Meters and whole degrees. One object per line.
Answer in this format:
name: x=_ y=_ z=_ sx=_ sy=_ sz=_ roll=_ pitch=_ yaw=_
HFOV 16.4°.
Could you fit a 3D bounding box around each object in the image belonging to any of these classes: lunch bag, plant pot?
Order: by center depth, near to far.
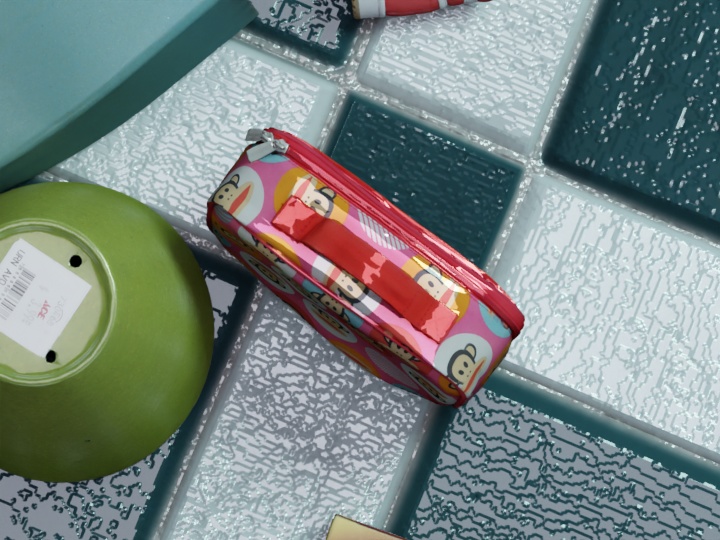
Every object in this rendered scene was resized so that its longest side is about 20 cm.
plant pot: x=-0.182 y=0.028 z=1.462 sx=0.186 sy=0.200 sz=0.188 roll=0 pitch=84 yaw=-1
lunch bag: x=0.000 y=0.000 z=1.481 sx=0.200 sy=0.176 sz=0.082 roll=37 pitch=85 yaw=2
plant pot: x=-0.186 y=-0.146 z=1.516 sx=0.200 sy=0.141 sz=0.141 roll=-44 pitch=86 yaw=2

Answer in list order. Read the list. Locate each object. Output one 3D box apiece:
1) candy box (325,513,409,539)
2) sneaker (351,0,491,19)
candy box: x=0.005 y=0.261 z=1.516 sx=0.116 sy=0.056 sz=0.201 roll=19 pitch=85 yaw=0
sneaker: x=0.045 y=-0.259 z=1.562 sx=0.112 sy=0.071 sz=0.201 roll=-2 pitch=92 yaw=2
